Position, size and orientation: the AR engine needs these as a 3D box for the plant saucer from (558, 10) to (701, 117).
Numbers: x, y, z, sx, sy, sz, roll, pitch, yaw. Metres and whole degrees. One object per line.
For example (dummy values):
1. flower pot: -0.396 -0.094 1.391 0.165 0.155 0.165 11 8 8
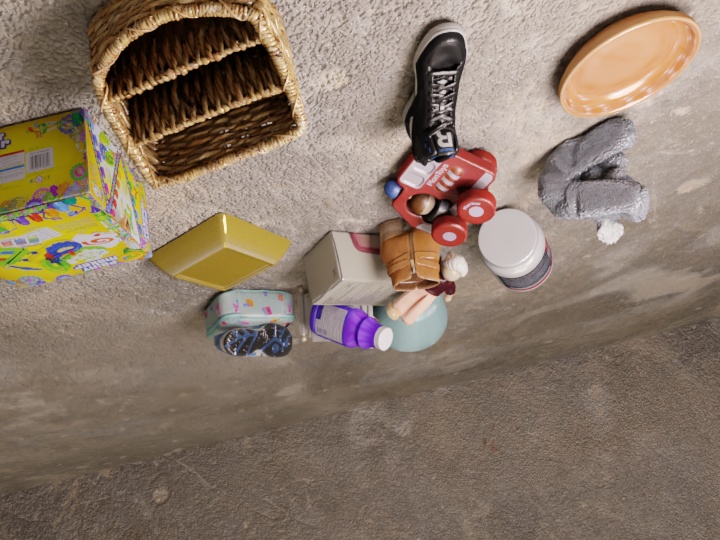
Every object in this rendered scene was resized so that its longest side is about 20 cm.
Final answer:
1. plant saucer: 0.380 -0.298 0.864 0.196 0.038 0.201 -11 158 -5

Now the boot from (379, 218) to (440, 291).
1. boot: 0.136 -0.042 1.154 0.197 0.157 0.074 -17 141 8

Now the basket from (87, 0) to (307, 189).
1. basket: -0.170 -0.201 0.615 0.197 0.151 0.143 -16 158 8

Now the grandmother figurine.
1. grandmother figurine: 0.144 0.037 1.212 0.120 0.061 0.200 13 136 -36

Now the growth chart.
1. growth chart: -0.057 0.097 1.354 0.196 0.148 0.018 0 171 22

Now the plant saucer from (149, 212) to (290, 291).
1. plant saucer: -0.258 -0.020 1.128 0.198 0.049 0.199 -26 155 25

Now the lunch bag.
1. lunch bag: -0.256 0.109 1.396 0.197 0.078 0.160 3 152 -34

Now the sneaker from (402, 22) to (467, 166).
1. sneaker: 0.110 -0.216 0.796 0.072 0.114 0.201 -10 158 -10

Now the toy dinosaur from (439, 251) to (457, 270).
1. toy dinosaur: 0.135 0.014 1.295 0.085 0.138 0.199 25 170 -22

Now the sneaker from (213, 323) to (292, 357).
1. sneaker: -0.236 0.155 1.342 0.076 0.077 0.198 -2 170 43

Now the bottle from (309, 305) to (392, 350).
1. bottle: -0.021 0.118 1.265 0.198 0.085 0.065 14 -172 40

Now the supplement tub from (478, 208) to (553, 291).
1. supplement tub: 0.339 -0.042 1.308 0.138 0.143 0.200 -21 157 18

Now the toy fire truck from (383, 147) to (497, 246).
1. toy fire truck: 0.133 -0.140 1.028 0.166 0.114 0.200 22 145 -17

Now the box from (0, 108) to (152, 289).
1. box: -0.409 -0.084 0.787 0.196 0.124 0.193 -14 158 -2

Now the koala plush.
1. koala plush: 0.439 -0.148 1.103 0.181 0.181 0.199 -14 162 34

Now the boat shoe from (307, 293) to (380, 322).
1. boat shoe: -0.052 0.107 1.392 0.197 0.066 0.073 16 161 29

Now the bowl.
1. bowl: 0.113 0.076 1.408 0.197 0.203 0.106 -10 146 -9

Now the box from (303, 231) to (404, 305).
1. box: 0.000 0.000 1.248 0.197 0.111 0.128 4 153 -36
